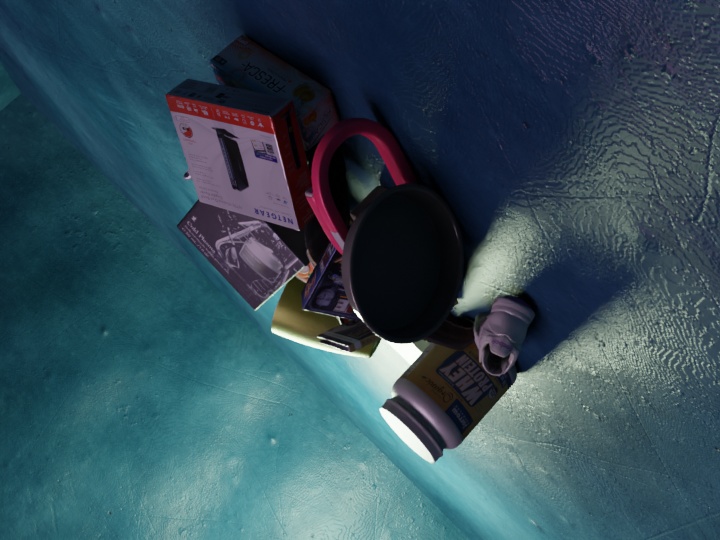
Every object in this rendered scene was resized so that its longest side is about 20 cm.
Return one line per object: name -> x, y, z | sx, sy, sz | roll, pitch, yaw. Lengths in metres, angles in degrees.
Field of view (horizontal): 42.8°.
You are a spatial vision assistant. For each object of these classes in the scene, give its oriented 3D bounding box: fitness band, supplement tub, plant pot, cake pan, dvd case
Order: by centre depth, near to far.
cake pan -> 0.053, -0.009, 1.177 | 0.036, 0.201, 0.201 | 7, 141, 50
fitness band -> 0.007, -0.097, 1.181 | 0.037, 0.144, 0.202 | 15, 141, 51
supplement tub -> 0.140, 0.192, 1.475 | 0.144, 0.200, 0.145 | 41, 165, 13
dvd case -> 0.041, 0.079, 1.479 | 0.148, 0.197, 0.016 | 5, 117, 68
plant pot -> -0.047, 0.086, 1.821 | 0.198, 0.189, 0.188 | 27, 162, 9

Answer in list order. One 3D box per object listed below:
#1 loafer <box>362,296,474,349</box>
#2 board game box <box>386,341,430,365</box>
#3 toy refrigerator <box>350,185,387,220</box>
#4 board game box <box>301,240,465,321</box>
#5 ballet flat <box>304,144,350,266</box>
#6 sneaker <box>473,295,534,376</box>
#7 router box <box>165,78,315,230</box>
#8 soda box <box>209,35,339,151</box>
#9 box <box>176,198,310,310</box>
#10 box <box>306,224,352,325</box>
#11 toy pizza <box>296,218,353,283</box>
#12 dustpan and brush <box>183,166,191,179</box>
loafer -> 0.092, 0.060, 1.272 | 0.198, 0.072, 0.073 | 15, -177, -42
board game box -> 0.098, 0.119, 1.680 | 0.200, 0.064, 0.148 | 45, 165, 10
toy refrigerator -> 0.067, -0.023, 1.370 | 0.076, 0.070, 0.201 | 27, 157, 50
board game box -> 0.031, 0.019, 1.300 | 0.035, 0.197, 0.136 | -99, 30, -43
ballet flat -> -0.048, -0.094, 1.337 | 0.065, 0.203, 0.057 | 6, 155, -7
sneaker -> 0.187, 0.104, 1.297 | 0.074, 0.101, 0.200 | 22, 162, 8
router box -> -0.163, -0.162, 1.277 | 0.198, 0.049, 0.182 | 17, 135, 33
soda box -> -0.122, -0.251, 1.289 | 0.199, 0.068, 0.064 | 37, 159, 31
box -> -0.168, -0.074, 1.516 | 0.200, 0.124, 0.196 | 46, 139, -5
box -> 0.000, 0.000, 1.478 | 0.040, 0.136, 0.201 | 54, 171, 32
toy pizza -> -0.078, -0.046, 1.595 | 0.197, 0.032, 0.203 | 15, 128, 19
dustpan and brush -> -0.206, -0.197, 1.394 | 0.057, 0.198, 0.141 | 35, -146, -52
